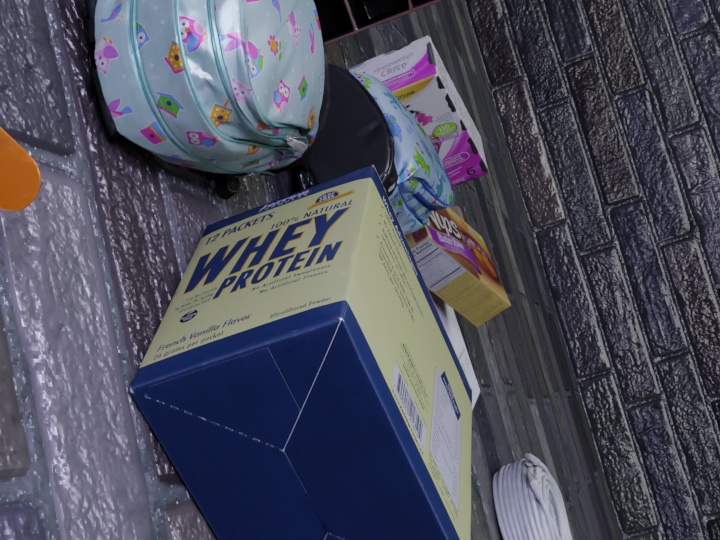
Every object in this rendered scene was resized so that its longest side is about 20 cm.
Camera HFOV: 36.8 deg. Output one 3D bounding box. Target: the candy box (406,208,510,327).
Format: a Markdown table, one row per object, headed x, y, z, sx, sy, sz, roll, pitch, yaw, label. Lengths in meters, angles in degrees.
| x | y | z | sx | sy | sz | roll | pitch | yaw | label |
| --- | --- | --- | --- | --- | --- | --- | --- | --- | --- |
| 0.093 | -0.027 | 1.275 | 0.200 | 0.056 | 0.118 | 38 | 26 | -47 | candy box |

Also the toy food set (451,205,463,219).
| x | y | z | sx | sy | sz | roll | pitch | yaw | label |
| --- | --- | --- | --- | --- | --- | --- | --- | --- | --- |
| 0.124 | -0.050 | 1.501 | 0.200 | 0.060 | 0.146 | 33 | 41 | -66 | toy food set |

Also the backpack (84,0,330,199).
| x | y | z | sx | sy | sz | roll | pitch | yaw | label |
| --- | --- | --- | --- | --- | --- | --- | --- | --- | --- |
| -0.093 | -0.142 | 0.711 | 0.200 | 0.125 | 0.169 | -14 | 89 | -72 | backpack |

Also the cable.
| x | y | z | sx | sy | sz | roll | pitch | yaw | label |
| --- | --- | --- | --- | --- | --- | --- | --- | --- | --- |
| 0.236 | 0.352 | 1.438 | 0.200 | 0.068 | 0.203 | 37 | 39 | -66 | cable |

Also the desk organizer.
| x | y | z | sx | sy | sz | roll | pitch | yaw | label |
| --- | --- | --- | --- | --- | --- | --- | --- | --- | --- |
| 0.020 | -0.301 | 1.154 | 0.077 | 0.197 | 0.073 | -62 | 132 | -67 | desk organizer |

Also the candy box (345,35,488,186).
| x | y | z | sx | sy | sz | roll | pitch | yaw | label |
| --- | --- | --- | --- | --- | --- | --- | --- | --- | --- |
| 0.053 | -0.161 | 1.232 | 0.200 | 0.135 | 0.062 | 50 | 25 | -53 | candy box |

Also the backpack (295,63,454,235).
| x | y | z | sx | sy | sz | roll | pitch | yaw | label |
| --- | --- | --- | --- | --- | --- | --- | --- | --- | --- |
| 0.009 | -0.098 | 1.034 | 0.164 | 0.152 | 0.201 | 61 | -5 | 26 | backpack |

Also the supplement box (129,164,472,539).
| x | y | z | sx | sy | sz | roll | pitch | yaw | label |
| --- | --- | --- | --- | --- | --- | --- | --- | --- | --- |
| -0.022 | 0.077 | 0.698 | 0.201 | 0.133 | 0.202 | -79 | 147 | -61 | supplement box |

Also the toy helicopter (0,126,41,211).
| x | y | z | sx | sy | sz | roll | pitch | yaw | label |
| --- | --- | --- | --- | --- | --- | --- | --- | --- | --- |
| -0.189 | -0.094 | 0.413 | 0.132 | 0.078 | 0.203 | 33 | 38 | -68 | toy helicopter |

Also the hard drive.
| x | y | z | sx | sy | sz | roll | pitch | yaw | label |
| --- | --- | --- | --- | --- | --- | --- | --- | --- | --- |
| 0.100 | 0.075 | 1.339 | 0.132 | 0.026 | 0.203 | -37 | 109 | -74 | hard drive |
